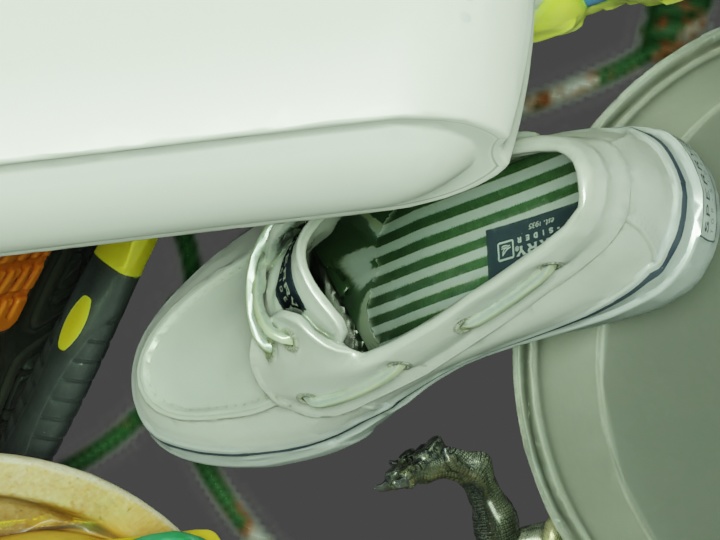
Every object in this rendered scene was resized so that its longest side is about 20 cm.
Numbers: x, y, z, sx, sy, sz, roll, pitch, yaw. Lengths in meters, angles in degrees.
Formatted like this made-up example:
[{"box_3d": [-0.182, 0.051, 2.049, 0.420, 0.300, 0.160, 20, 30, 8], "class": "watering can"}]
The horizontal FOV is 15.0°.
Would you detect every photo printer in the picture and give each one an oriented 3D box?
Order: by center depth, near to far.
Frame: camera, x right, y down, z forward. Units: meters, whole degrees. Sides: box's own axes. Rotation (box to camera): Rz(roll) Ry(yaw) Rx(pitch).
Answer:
[{"box_3d": [-0.056, -0.088, 0.693, 0.199, 0.070, 0.167, -6, 68, -1], "class": "photo printer"}]

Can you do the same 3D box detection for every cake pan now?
[{"box_3d": [0.143, 0.024, 0.782, 0.199, 0.037, 0.201, -1, 93, -14], "class": "cake pan"}]

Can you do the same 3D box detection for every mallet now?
[{"box_3d": [-0.072, -0.014, 0.775, 0.066, 0.041, 0.200, 42, 109, 23], "class": "mallet"}]

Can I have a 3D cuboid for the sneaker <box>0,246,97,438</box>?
[{"box_3d": [-0.122, -0.031, 0.804, 0.092, 0.076, 0.201, 25, 103, 27], "class": "sneaker"}]

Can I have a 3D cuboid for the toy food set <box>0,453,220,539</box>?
[{"box_3d": [-0.124, 0.139, 0.776, 0.199, 0.049, 0.199, -4, 115, -20], "class": "toy food set"}]

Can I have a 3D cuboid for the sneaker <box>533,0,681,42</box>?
[{"box_3d": [0.041, -0.099, 0.791, 0.199, 0.105, 0.076, -1, 99, 31], "class": "sneaker"}]

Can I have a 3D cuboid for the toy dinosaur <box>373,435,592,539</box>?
[{"box_3d": [0.062, 0.076, 0.811, 0.200, 0.047, 0.088, -37, 98, -1], "class": "toy dinosaur"}]

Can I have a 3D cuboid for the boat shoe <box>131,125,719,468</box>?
[{"box_3d": [0.000, 0.000, 0.754, 0.199, 0.067, 0.074, -26, 65, 33], "class": "boat shoe"}]
